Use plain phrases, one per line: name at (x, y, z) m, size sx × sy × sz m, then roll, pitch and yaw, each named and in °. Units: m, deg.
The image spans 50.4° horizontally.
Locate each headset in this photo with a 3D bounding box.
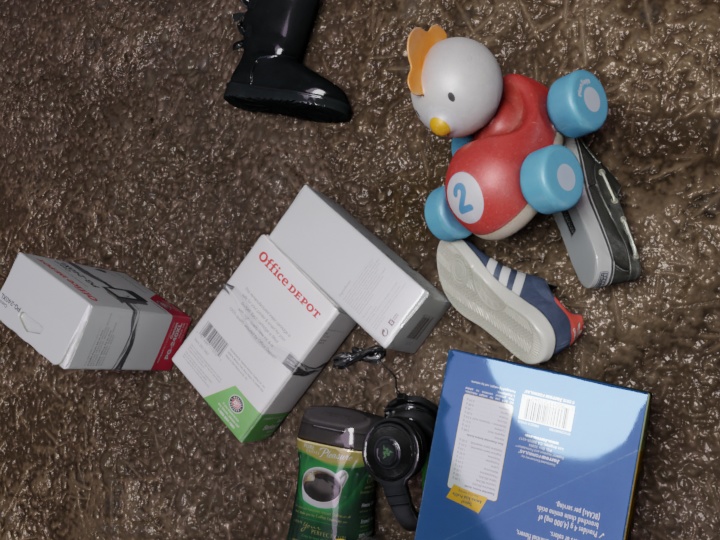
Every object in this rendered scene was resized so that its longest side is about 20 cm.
headset at (0.034, 0.179, 0.824) m, size 0.092 × 0.123 × 0.205 m, roll -12°, pitch 99°, yaw 22°

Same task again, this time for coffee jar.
coffee jar at (-0.029, 0.260, 0.876) m, size 0.102 × 0.085 × 0.206 m, roll 5°, pitch 85°, yaw 26°

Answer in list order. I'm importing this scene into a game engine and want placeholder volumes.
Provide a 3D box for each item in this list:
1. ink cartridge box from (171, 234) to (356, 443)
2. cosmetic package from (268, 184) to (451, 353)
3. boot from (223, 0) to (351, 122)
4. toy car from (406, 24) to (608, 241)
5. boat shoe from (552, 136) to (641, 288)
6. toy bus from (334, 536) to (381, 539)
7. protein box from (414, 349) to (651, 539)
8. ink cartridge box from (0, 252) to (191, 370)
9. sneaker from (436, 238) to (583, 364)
ink cartridge box at (-0.114, 0.082, 0.939) m, size 0.146 × 0.084 × 0.201 m, roll 42°, pitch 99°, yaw 22°
cosmetic package at (0.000, 0.000, 0.888) m, size 0.200 × 0.112 × 0.082 m, roll 43°, pitch 98°, yaw 20°
boot at (-0.085, -0.286, 0.991) m, size 0.194 × 0.073 × 0.167 m, roll 13°, pitch 84°, yaw 25°
toy car at (0.107, -0.152, 0.768) m, size 0.183 × 0.198 × 0.180 m, roll -15°, pitch 45°, yaw 56°
boat shoe at (0.244, -0.077, 0.823) m, size 0.062 × 0.071 × 0.205 m, roll -7°, pitch 68°, yaw -11°
toy bus at (0.047, 0.372, 0.738) m, size 0.196 × 0.192 × 0.139 m, roll 22°, pitch 91°, yaw -9°
protein box at (0.176, 0.202, 0.768) m, size 0.194 × 0.134 × 0.206 m, roll 10°, pitch 86°, yaw 24°
ink cartridge box at (-0.335, 0.057, 0.975) m, size 0.143 × 0.199 × 0.085 m, roll 29°, pitch 94°, yaw 23°
sneaker at (0.162, 0.024, 0.843) m, size 0.200 × 0.083 × 0.076 m, roll 49°, pitch 143°, yaw 41°
